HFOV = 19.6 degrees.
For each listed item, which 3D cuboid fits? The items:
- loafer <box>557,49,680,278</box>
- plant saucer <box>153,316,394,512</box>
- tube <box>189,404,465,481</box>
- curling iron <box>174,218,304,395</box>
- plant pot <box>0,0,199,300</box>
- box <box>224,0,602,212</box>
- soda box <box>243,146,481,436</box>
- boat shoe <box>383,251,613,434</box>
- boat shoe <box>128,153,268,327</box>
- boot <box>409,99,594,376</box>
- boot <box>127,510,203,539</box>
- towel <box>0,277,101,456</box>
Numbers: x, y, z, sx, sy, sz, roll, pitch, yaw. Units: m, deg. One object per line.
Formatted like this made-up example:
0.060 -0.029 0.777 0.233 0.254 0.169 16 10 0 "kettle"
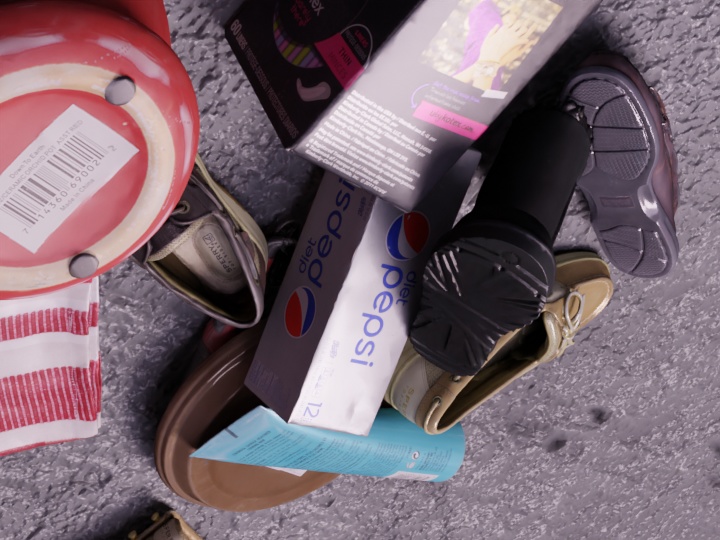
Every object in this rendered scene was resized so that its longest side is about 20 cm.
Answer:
0.177 -0.080 1.393 0.071 0.063 0.200 5 142 24 "loafer"
-0.047 0.099 1.428 0.199 0.030 0.201 -23 145 -18 "plant saucer"
-0.015 0.115 1.408 0.199 0.051 0.077 8 142 -43 "tube"
-0.085 0.048 1.379 0.049 0.026 0.200 15 122 -35 "curling iron"
-0.189 -0.102 1.068 0.199 0.183 0.201 -14 133 -15 "plant pot"
0.036 -0.154 1.184 0.106 0.122 0.200 26 113 -42 "box"
0.000 0.000 1.313 0.068 0.063 0.201 12 105 -37 "soda box"
0.105 0.051 1.440 0.200 0.063 0.073 -24 138 -31 "boat shoe"
-0.116 -0.036 1.248 0.073 0.065 0.200 -38 131 14 "boat shoe"
0.098 -0.035 1.281 0.163 0.073 0.198 -61 178 -25 "boot"
-0.189 0.222 1.452 0.155 0.073 0.200 -38 139 9 "boot"
-0.232 0.048 1.301 0.143 0.023 0.201 -12 135 -19 "towel"
